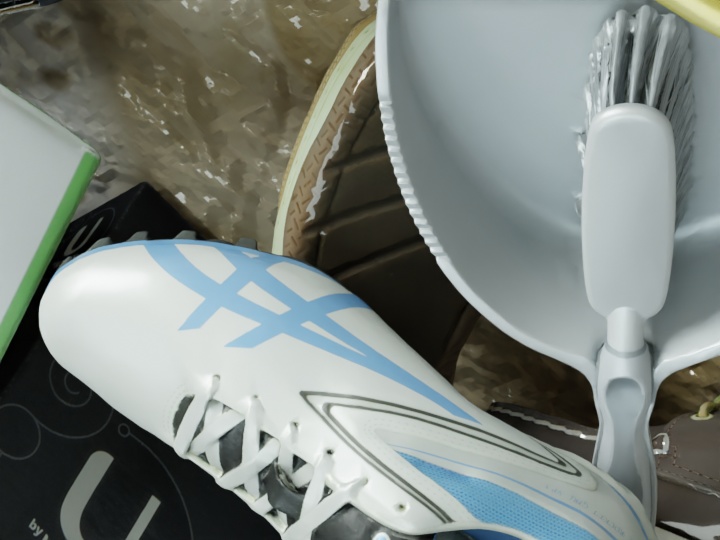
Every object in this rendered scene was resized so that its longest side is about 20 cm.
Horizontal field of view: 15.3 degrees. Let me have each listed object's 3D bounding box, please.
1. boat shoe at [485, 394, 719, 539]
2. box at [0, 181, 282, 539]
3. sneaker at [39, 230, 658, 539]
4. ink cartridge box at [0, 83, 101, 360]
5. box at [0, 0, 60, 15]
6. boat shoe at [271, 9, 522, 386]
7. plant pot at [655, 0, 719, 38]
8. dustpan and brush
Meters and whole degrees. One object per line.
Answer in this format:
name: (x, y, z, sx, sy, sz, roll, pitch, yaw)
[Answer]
boat shoe: (0.127, 0.074, 0.838, 0.199, 0.060, 0.072, 17, 173, 18)
box: (-0.101, 0.090, 0.885, 0.122, 0.200, 0.106, 44, 139, -19)
sneaker: (-0.006, 0.055, 0.766, 0.199, 0.073, 0.072, 29, 129, 4)
ink cartridge box: (-0.184, 0.015, 0.858, 0.084, 0.145, 0.200, 33, 160, -23)
box: (-0.179, -0.157, 0.786, 0.198, 0.050, 0.200, -8, 128, 37)
boat shoe: (0.000, 0.000, 0.830, 0.071, 0.076, 0.201, 3, 121, -14)
plant pot: (0.128, -0.161, 0.475, 0.200, 0.189, 0.201, 17, 141, 15)
dustpan and brush: (0.076, 0.001, 0.759, 0.139, 0.057, 0.201, 2, 134, 6)
